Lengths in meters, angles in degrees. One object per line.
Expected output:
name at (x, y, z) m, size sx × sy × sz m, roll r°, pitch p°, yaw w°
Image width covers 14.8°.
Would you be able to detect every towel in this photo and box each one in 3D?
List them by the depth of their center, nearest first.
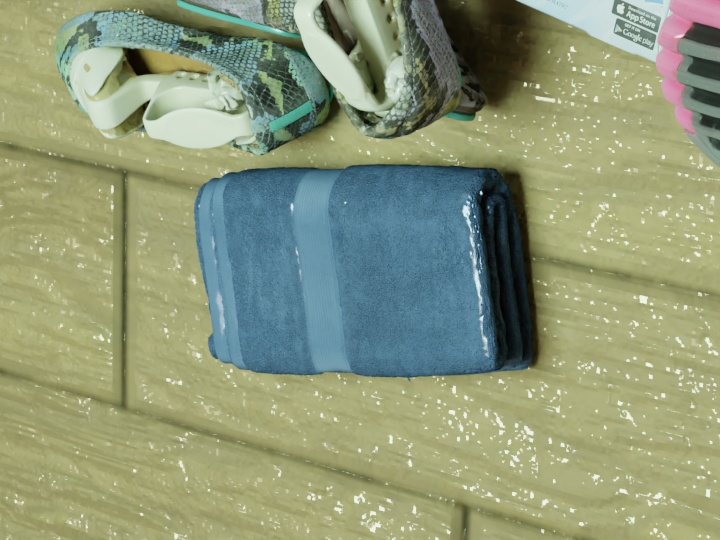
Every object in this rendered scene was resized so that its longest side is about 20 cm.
towel at (0.000, 0.000, 1.447) m, size 0.200 × 0.048 × 0.112 m, roll 1°, pitch 101°, yaw 41°

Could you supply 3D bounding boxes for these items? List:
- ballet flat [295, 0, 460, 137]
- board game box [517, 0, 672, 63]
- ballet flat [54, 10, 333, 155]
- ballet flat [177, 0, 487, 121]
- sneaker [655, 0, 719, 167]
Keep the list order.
ballet flat at (-0.009, -0.149, 1.286) m, size 0.072 × 0.072 × 0.201 m, roll 1°, pitch 121°, yaw 40°
board game box at (0.114, -0.218, 1.303) m, size 0.200 × 0.043 × 0.200 m, roll 28°, pitch 118°, yaw 32°
ballet flat at (-0.108, -0.098, 1.494) m, size 0.200 × 0.074 × 0.074 m, roll 6°, pitch 104°, yaw 40°
ballet flat at (-0.014, -0.139, 1.415) m, size 0.200 × 0.072 × 0.072 m, roll 25°, pitch 115°, yaw 32°
sneaker at (0.183, -0.136, 1.224) m, size 0.079 × 0.095 × 0.200 m, roll 32°, pitch 137°, yaw 45°
